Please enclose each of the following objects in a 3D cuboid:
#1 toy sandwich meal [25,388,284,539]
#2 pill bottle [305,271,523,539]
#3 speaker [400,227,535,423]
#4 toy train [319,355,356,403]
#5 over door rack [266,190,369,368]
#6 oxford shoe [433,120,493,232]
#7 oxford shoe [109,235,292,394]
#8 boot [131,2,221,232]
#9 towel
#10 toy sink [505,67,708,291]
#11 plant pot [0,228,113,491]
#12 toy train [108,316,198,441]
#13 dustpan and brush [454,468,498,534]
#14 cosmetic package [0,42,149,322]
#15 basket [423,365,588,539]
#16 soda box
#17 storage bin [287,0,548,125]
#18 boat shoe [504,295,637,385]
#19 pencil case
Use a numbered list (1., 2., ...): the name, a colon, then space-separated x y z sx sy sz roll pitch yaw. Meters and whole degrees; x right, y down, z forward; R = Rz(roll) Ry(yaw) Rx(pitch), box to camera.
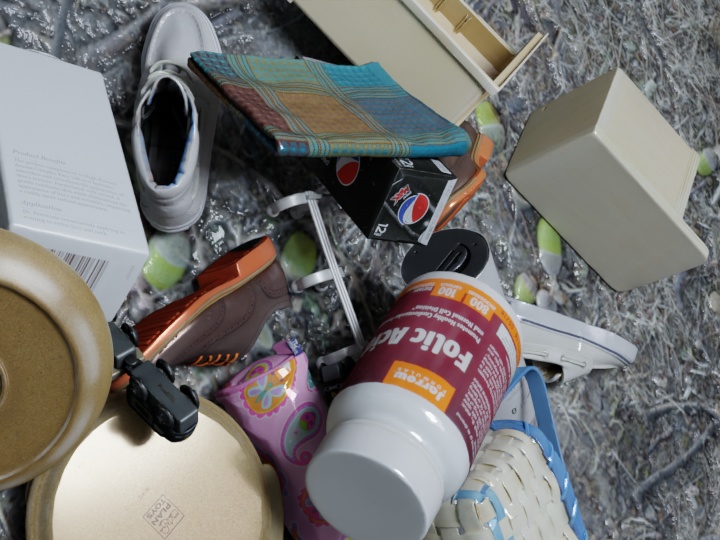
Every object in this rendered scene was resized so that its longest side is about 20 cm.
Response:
1. toy sandwich meal: -0.150 0.179 0.868 0.203 0.070 0.208 6 77 -28
2. pill bottle: 0.042 0.102 0.891 0.114 0.114 0.201 50 42 -15
3. speaker: 0.098 0.060 1.044 0.082 0.080 0.201 -60 143 -36
4. toy train: 0.023 0.102 1.008 0.199 0.034 0.046 15 61 -62
5. over door rack: 0.000 0.000 1.059 0.199 0.066 0.150 -15 85 -56
6. oxford shoe: 0.073 -0.096 1.120 0.073 0.071 0.200 40 24 -7
7. oxford shoe: -0.121 0.050 0.932 0.200 0.071 0.073 -41 109 -39
8. boot: -0.145 -0.138 0.946 0.072 0.096 0.203 0 73 -6
9. towel: -0.022 -0.132 0.941 0.198 0.022 0.147 -4 37 -41
10. toy sink: 0.277 -0.095 1.271 0.200 0.130 0.113 42 52 -19
11. plant pot: -0.255 0.066 0.748 0.199 0.201 0.028 33 14 -26
12. toy train: -0.182 0.048 0.839 0.034 0.046 0.200 -32 61 -32
13. dustpan and brush: 0.080 0.205 1.063 0.140 0.057 0.201 -48 113 -27
14. cosmetic package: -0.222 -0.066 0.832 0.101 0.074 0.201 14 37 -35
15. basket: 0.119 0.192 0.976 0.199 0.138 0.179 -27 102 -47
16. soda box: -0.002 -0.104 1.010 0.063 0.071 0.200 6 31 -35
17. storage bin: 0.059 -0.241 1.113 0.200 0.094 0.199 45 35 -2
18. boat shoe: 0.199 0.080 1.197 0.198 0.071 0.071 18 91 -38
19. pencil case: -0.038 0.158 0.953 0.087 0.087 0.202 -30 93 -41
